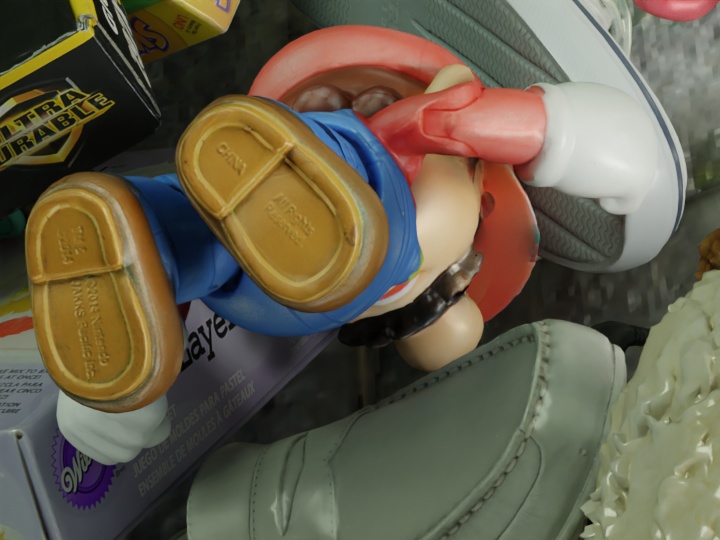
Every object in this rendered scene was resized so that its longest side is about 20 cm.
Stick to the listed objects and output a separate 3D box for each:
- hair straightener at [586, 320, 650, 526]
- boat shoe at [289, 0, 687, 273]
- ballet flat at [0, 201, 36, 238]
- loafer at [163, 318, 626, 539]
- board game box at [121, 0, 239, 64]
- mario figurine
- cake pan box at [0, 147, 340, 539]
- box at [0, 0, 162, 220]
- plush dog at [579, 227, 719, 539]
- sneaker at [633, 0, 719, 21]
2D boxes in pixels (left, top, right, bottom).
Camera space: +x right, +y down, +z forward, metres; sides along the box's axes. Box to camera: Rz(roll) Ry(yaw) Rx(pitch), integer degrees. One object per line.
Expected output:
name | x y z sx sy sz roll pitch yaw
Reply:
hair straightener | 0.070 0.092 0.736 0.076 0.041 0.201 7 57 16
boat shoe | 0.045 -0.073 0.834 0.066 0.074 0.200 -14 42 -26
ballet flat | -0.163 -0.046 0.866 0.199 0.071 0.071 2 61 33
loafer | -0.010 0.070 0.721 0.200 0.070 0.070 -44 24 39
board game box | -0.077 -0.102 0.918 0.200 0.030 0.096 -17 47 56
mario figurine | 0.000 0.000 0.710 0.123 0.200 0.107 11 100 17
cake pan box | -0.114 0.024 0.826 0.199 0.053 0.184 -2 23 34
box | -0.164 -0.056 0.798 0.199 0.049 0.160 -28 50 7
plush dog | 0.092 0.069 0.614 0.159 0.172 0.201 -6 54 8
sneaker | 0.154 -0.113 0.796 0.199 0.078 0.091 -11 62 35
